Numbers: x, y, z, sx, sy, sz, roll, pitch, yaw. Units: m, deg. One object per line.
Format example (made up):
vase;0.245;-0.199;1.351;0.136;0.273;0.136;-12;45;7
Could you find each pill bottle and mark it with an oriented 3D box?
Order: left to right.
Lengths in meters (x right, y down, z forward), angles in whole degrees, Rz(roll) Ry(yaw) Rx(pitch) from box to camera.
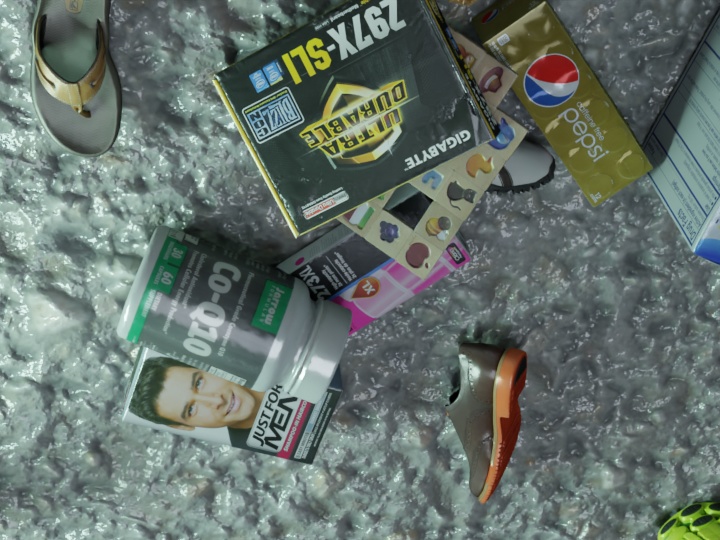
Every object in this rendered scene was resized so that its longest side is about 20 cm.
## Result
pill bottle;-0.116;0.044;1.261;0.199;0.113;0.114;21;116;-7

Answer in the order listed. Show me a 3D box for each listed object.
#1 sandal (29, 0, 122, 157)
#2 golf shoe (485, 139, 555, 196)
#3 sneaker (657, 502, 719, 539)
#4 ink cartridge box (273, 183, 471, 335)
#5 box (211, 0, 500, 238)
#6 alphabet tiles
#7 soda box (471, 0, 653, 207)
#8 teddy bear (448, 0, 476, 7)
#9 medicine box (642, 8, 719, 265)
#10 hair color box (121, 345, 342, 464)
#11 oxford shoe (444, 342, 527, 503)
sandal;-0.242;-0.187;1.161;0.081;0.055;0.201;5;120;-9
golf shoe;0.091;-0.130;1.219;0.198;0.078;0.095;11;118;-14
sneaker;0.432;0.302;1.511;0.198;0.074;0.084;-6;117;-3
ink cartridge box;0.000;0.000;1.311;0.199;0.037;0.095;-31;119;14
box;-0.004;-0.143;1.159;0.199;0.049;0.161;-25;98;19
alphabet tiles;0.042;-0.117;1.185;0.167;0.008;0.201;35;110;1
soda box;0.183;-0.158;1.220;0.067;0.064;0.200;-33;119;13
teddy bear;0.126;-0.304;1.126;0.199;0.067;0.145;-26;122;10
medicine box;0.352;-0.124;1.189;0.102;0.183;0.201;17;117;-15
hair color box;-0.128;0.118;1.350;0.198;0.061;0.100;15;118;-14
oxford shoe;0.126;0.155;1.408;0.072;0.071;0.201;16;125;18
